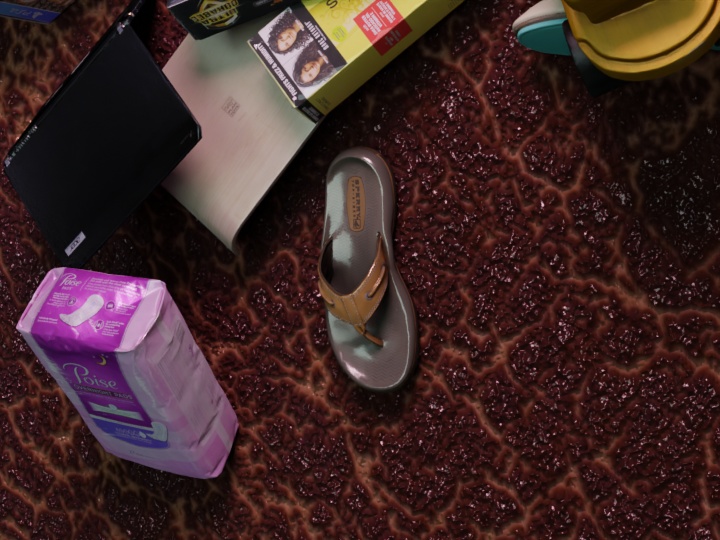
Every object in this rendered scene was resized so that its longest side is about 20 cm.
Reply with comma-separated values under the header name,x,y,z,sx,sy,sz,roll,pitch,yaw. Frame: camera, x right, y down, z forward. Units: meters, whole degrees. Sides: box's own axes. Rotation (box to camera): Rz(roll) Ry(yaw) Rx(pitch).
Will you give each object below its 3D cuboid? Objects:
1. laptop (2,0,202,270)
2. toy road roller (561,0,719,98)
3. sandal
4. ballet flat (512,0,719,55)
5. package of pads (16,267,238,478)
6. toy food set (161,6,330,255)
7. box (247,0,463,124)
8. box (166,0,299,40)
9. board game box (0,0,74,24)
name,x,y,z,sx,sy,sz,roll,pitch,yaw
laptop,-0.210,-0.127,1.063,0.103,0.200,0.177,40,112,-17
toy road roller,0.168,-0.221,0.804,0.122,0.146,0.201,-21,77,19
sandal,0.000,0.000,1.013,0.081,0.055,0.202,-1,93,25
ballet flat,0.210,-0.191,0.903,0.199,0.069,0.070,6,96,23
package of pads,-0.186,0.089,1.042,0.120,0.201,0.076,7,52,23
toy food set,-0.097,-0.134,1.054,0.143,0.060,0.200,42,101,17
box,0.014,-0.207,0.967,0.200,0.050,0.075,-37,74,8
box,-0.054,-0.281,0.979,0.199,0.046,0.160,-17,53,25
board game box,-0.271,-0.342,1.090,0.199,0.097,0.160,-34,80,23
